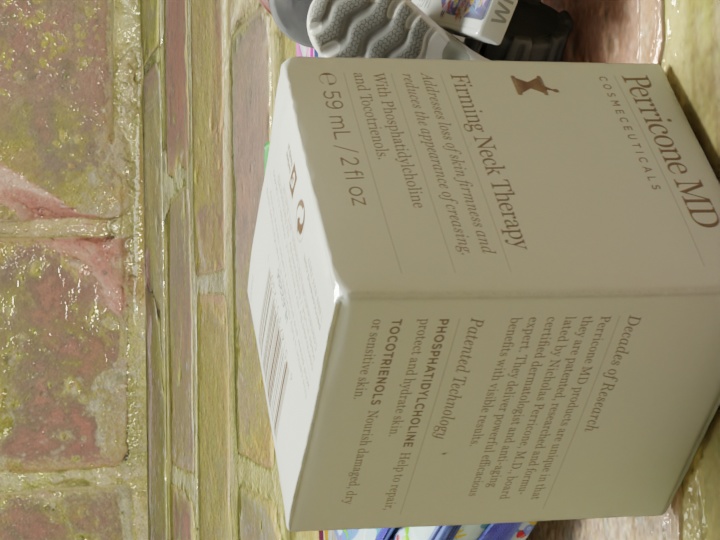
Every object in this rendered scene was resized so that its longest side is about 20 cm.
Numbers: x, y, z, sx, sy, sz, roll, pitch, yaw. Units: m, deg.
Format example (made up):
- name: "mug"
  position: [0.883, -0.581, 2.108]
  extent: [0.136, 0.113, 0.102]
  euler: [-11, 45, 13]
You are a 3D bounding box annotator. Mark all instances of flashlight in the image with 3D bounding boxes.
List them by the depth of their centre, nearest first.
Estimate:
- name: "flashlight"
  position: [0.079, -0.078, 0.982]
  extent: [0.068, 0.068, 0.201]
  euler: [-57, -10, -46]

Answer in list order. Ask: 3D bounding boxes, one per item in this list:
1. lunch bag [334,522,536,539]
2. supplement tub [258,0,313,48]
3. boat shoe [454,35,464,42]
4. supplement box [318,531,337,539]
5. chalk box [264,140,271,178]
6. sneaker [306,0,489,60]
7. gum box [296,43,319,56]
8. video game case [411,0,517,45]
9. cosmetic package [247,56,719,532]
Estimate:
- name: "lunch bag"
  position: [0.051, 0.111, 0.980]
  extent: [0.201, 0.082, 0.161]
  euler: [-62, 33, 34]
- name: "supplement tub"
  position: [-0.025, -0.233, 1.091]
  extent: [0.201, 0.106, 0.107]
  euler: [-90, 8, -51]
- name: "boat shoe"
  position: [0.055, -0.170, 1.046]
  extent: [0.093, 0.074, 0.201]
  euler: [-119, 45, -72]
- name: "supplement box"
  position: [0.021, 0.223, 1.162]
  extent: [0.110, 0.085, 0.201]
  euler: [175, 94, -75]
- name: "chalk box"
  position: [0.000, 0.000, 1.164]
  extent: [0.124, 0.124, 0.201]
  euler: [177, 94, -75]
- name: "sneaker"
  position: [0.056, -0.094, 0.898]
  extent: [0.075, 0.200, 0.082]
  euler: [-44, 8, 6]
- name: "gum box"
  position: [0.001, -0.179, 1.265]
  extent: [0.200, 0.066, 0.114]
  euler: [-178, 86, -75]
- name: "video game case"
  position: [0.087, -0.228, 0.891]
  extent: [0.201, 0.018, 0.143]
  euler: [-68, 18, 6]
- name: "cosmetic package"
  position: [0.058, 0.010, 0.778]
  extent: [0.168, 0.199, 0.167]
  euler: [-105, 20, -44]
